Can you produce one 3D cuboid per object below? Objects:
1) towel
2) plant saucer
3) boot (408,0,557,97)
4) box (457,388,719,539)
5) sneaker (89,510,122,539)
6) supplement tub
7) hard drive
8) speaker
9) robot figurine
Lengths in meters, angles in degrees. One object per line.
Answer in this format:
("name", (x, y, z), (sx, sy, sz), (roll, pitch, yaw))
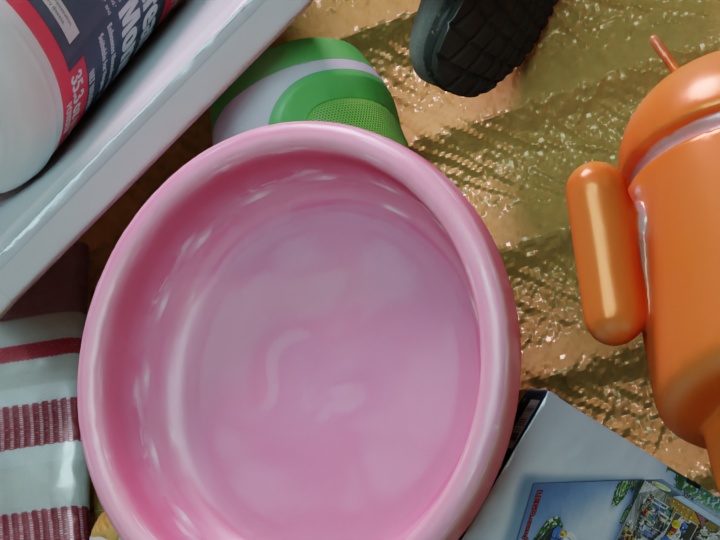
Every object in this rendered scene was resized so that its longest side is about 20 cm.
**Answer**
("towel", (-0.188, 0.091, 1.344), (0.144, 0.023, 0.201), (-10, 68, 18))
("plant saucer", (-0.020, 0.043, 1.181), (0.200, 0.051, 0.201), (-6, 79, 30))
("boot", (0.033, -0.172, 1.336), (0.130, 0.068, 0.200), (11, 68, 30))
("box", (0.076, 0.167, 1.158), (0.136, 0.038, 0.200), (32, 83, -9))
("sneaker", (-0.025, 0.164, 1.233), (0.200, 0.076, 0.088), (20, 108, 19))
("supplement tub", (-0.153, -0.143, 1.315), (0.140, 0.141, 0.200), (14, 49, 26))
("hard drive", (-0.110, -0.059, 1.301), (0.200, 0.132, 0.027), (-45, 104, -4))
("speaker", (0.000, 0.000, 1.265), (0.088, 0.088, 0.200), (-27, 63, 11))
("robot figurine", (0.163, -0.006, 1.178), (0.143, 0.117, 0.201), (-15, 60, 15))
